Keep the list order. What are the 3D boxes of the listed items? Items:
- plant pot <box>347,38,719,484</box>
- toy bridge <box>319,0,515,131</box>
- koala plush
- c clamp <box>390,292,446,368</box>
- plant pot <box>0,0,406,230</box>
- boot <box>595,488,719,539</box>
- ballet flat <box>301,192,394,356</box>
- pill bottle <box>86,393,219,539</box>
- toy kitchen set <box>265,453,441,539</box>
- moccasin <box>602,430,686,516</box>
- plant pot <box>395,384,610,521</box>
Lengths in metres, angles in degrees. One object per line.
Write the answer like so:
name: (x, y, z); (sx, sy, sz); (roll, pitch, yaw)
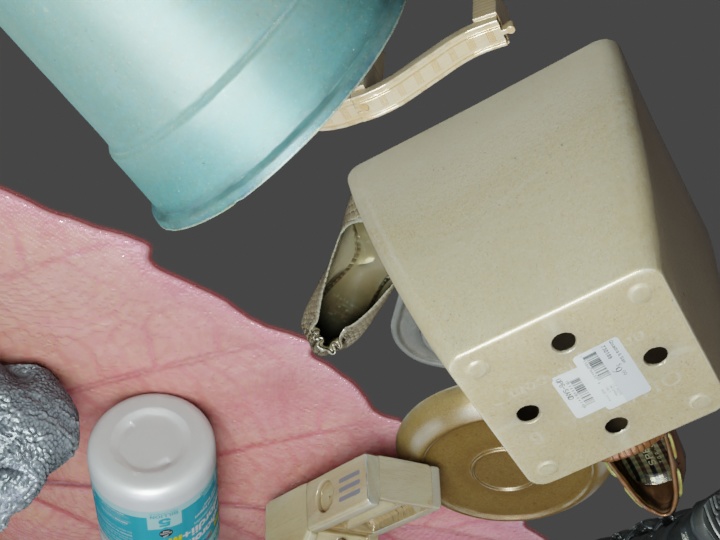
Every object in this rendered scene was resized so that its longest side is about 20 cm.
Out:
plant pot: (0.128, 0.013, 0.806); (0.199, 0.178, 0.200); (-26, 128, 15)
toy bridge: (0.003, -0.123, 0.785); (0.199, 0.068, 0.027); (-15, 133, 21)
koala plush: (-0.345, 0.105, 1.000); (0.183, 0.178, 0.201); (-21, 131, 10)
c clamp: (0.113, 0.019, 0.952); (0.170, 0.027, 0.201); (13, 136, -8)
plant pot: (-0.112, -0.162, 0.680); (0.200, 0.201, 0.196); (-31, 118, 32)
boot: (0.301, 0.237, 1.125); (0.164, 0.066, 0.200); (-9, 156, -31)
ballet flat: (0.000, 0.000, 0.924); (0.067, 0.046, 0.200); (29, 135, -2)
pill bottle: (-0.182, 0.210, 1.125); (0.110, 0.111, 0.201); (5, 137, 1)
toy kitchen set: (-0.044, 0.276, 1.071); (0.162, 0.201, 0.180); (15, 149, -31)
moccasin: (0.213, 0.128, 1.017); (0.073, 0.078, 0.202); (-14, 130, 18)
plant pot: (0.129, 0.168, 1.108); (0.198, 0.028, 0.201); (3, 136, 2)
